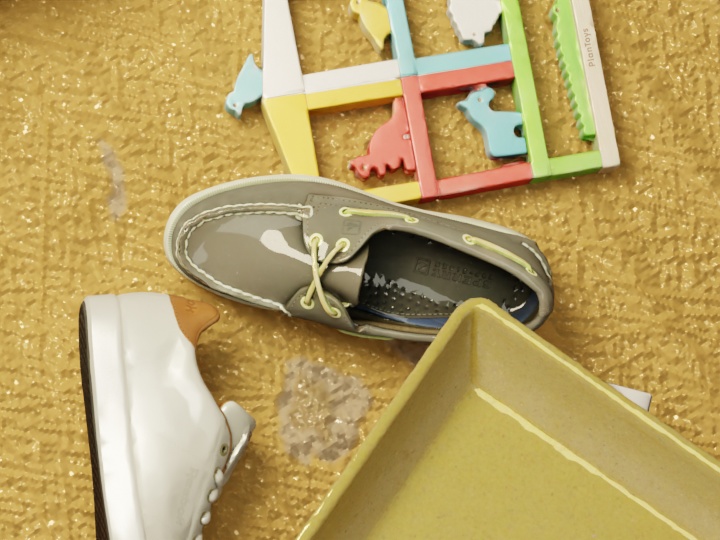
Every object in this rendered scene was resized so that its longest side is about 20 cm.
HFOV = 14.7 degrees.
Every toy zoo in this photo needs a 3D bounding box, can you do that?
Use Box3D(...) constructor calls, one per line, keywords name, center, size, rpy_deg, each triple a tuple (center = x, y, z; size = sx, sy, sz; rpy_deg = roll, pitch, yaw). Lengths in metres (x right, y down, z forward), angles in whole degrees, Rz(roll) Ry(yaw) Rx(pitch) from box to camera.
Box3D(name="toy zoo", center=(0.027, -0.101, 1.461), size=(0.199, 0.020, 0.132), rpy_deg=(-10, 83, -7))

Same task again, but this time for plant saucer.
Box3D(name="plant saucer", center=(0.077, 0.148, 1.341), size=(0.200, 0.048, 0.200), rpy_deg=(35, 71, 4))

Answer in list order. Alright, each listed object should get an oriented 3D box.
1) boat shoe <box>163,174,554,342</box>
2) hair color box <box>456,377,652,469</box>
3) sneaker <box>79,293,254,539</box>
Box3D(name="boat shoe", center=(0.000, -0.003, 1.412), size=(0.201, 0.060, 0.072), rpy_deg=(8, 103, -6))
Box3D(name="hair color box", center=(0.074, 0.149, 1.408), size=(0.100, 0.061, 0.201), rpy_deg=(14, 80, -4))
Box3D(name="sneaker", center=(-0.090, 0.110, 1.384), size=(0.084, 0.073, 0.201), rpy_deg=(-3, 85, -13))
